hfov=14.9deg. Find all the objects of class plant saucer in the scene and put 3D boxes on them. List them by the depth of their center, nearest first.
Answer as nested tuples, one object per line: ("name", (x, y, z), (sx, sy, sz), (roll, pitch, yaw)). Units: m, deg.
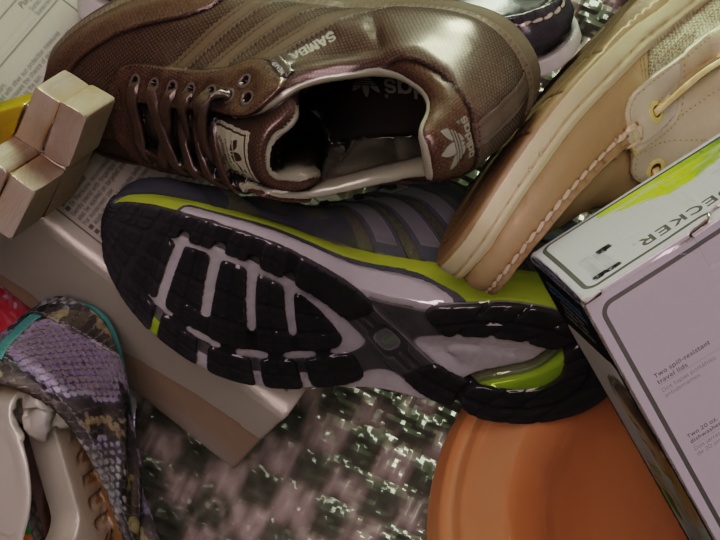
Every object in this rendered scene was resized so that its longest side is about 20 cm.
("plant saucer", (0.125, 0.105, 1.058), (0.199, 0.037, 0.201), (5, 68, -13))

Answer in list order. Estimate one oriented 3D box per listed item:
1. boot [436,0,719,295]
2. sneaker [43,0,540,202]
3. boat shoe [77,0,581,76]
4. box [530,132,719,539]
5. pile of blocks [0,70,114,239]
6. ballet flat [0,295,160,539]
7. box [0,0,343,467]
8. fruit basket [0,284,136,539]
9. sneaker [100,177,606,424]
("boot", (0.136, -0.025, 1.013), (0.155, 0.073, 0.200), (46, 62, -3))
("sneaker", (-0.039, -0.062, 0.978), (0.199, 0.076, 0.071), (-2, 117, 28))
("boat shoe", (-0.015, -0.114, 1.029), (0.199, 0.074, 0.061), (12, 125, 20))
("box", (0.159, 0.051, 0.968), (0.116, 0.060, 0.200), (-33, 112, -3))
("pile of blocks", (-0.187, -0.033, 1.012), (0.199, 0.062, 0.082), (-20, 101, 29))
("ballet flat", (-0.109, 0.112, 1.071), (0.072, 0.072, 0.201), (-14, 107, 4))
("box", (-0.093, -0.025, 1.089), (0.200, 0.078, 0.095), (39, 63, -2))
("fruit basket", (-0.189, 0.023, 1.122), (0.199, 0.094, 0.186), (2, 79, 3))
("sneaker", (0.000, 0.000, 1.039), (0.199, 0.074, 0.081), (14, 39, -9))
